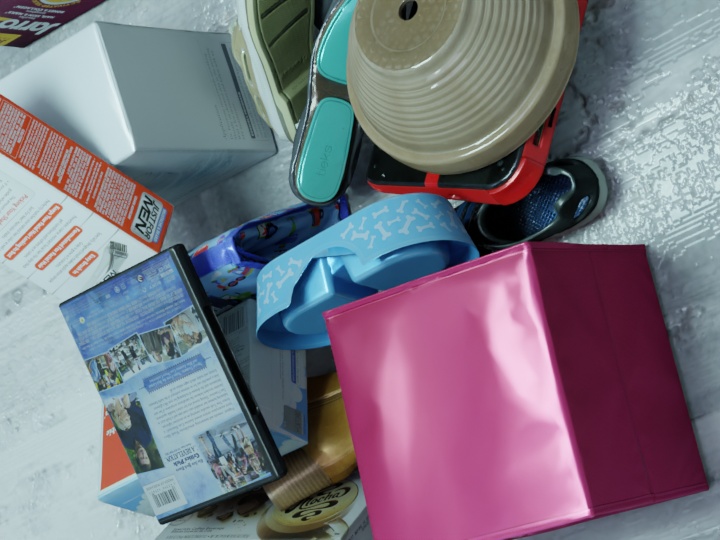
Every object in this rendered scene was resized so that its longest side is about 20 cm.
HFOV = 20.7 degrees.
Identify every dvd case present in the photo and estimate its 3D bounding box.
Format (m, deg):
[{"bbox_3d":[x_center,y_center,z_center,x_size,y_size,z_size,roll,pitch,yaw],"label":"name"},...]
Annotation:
[{"bbox_3d":[-0.151,0.093,1.572,0.142,0.018,0.201,-24,91,36],"label":"dvd case"}]

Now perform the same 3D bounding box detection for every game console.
[{"bbox_3d":[0.092,-0.154,1.568,0.176,0.031,0.202,6,78,48],"label":"game console"}]

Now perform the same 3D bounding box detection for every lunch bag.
[{"bbox_3d":[-0.112,0.003,1.652,0.150,0.199,0.095,-26,77,33],"label":"lunch bag"}]

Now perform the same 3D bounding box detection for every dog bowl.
[{"bbox_3d":[0.000,0.000,1.556,0.199,0.111,0.050,-28,64,29],"label":"dog bowl"}]

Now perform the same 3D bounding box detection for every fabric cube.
[{"bbox_3d":[0.119,0.101,1.500,0.195,0.199,0.201,-21,78,34],"label":"fabric cube"}]

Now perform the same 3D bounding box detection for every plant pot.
[{"bbox_3d":[0.060,-0.182,1.504,0.199,0.092,0.203,-11,70,32],"label":"plant pot"}]

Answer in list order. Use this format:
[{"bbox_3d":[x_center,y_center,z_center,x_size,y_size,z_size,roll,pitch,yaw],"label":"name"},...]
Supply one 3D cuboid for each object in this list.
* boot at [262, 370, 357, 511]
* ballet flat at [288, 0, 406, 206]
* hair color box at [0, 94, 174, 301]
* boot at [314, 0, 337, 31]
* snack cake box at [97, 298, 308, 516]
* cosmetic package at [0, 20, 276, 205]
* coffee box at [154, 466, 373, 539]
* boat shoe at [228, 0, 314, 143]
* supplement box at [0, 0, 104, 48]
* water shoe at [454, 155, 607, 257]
[{"bbox_3d":[-0.037,0.111,1.686,0.143,0.071,0.201,-35,35,2],"label":"boot"},{"bbox_3d":[-0.014,-0.152,1.642,0.073,0.073,0.202,23,99,31],"label":"ballet flat"},{"bbox_3d":[-0.265,-0.057,1.593,0.111,0.199,0.064,-38,26,39],"label":"hair color box"},{"bbox_3d":[-0.043,-0.311,1.678,0.200,0.065,0.165,47,118,28],"label":"boot"},{"bbox_3d":[-0.134,0.119,1.656,0.199,0.067,0.116,-28,52,37],"label":"snack cake box"},{"bbox_3d":[-0.219,-0.119,1.722,0.198,0.199,0.124,-25,78,33],"label":"cosmetic package"},{"bbox_3d":[-0.060,0.229,1.668,0.199,0.113,0.080,-6,115,35],"label":"coffee box"},{"bbox_3d":[-0.078,-0.196,1.657,0.068,0.075,0.201,21,134,40],"label":"boat shoe"},{"bbox_3d":[-0.300,-0.293,1.813,0.199,0.130,0.104,-23,79,34],"label":"supplement box"},{"bbox_3d":[0.102,-0.036,1.577,0.199,0.079,0.072,-34,73,31],"label":"water shoe"}]
